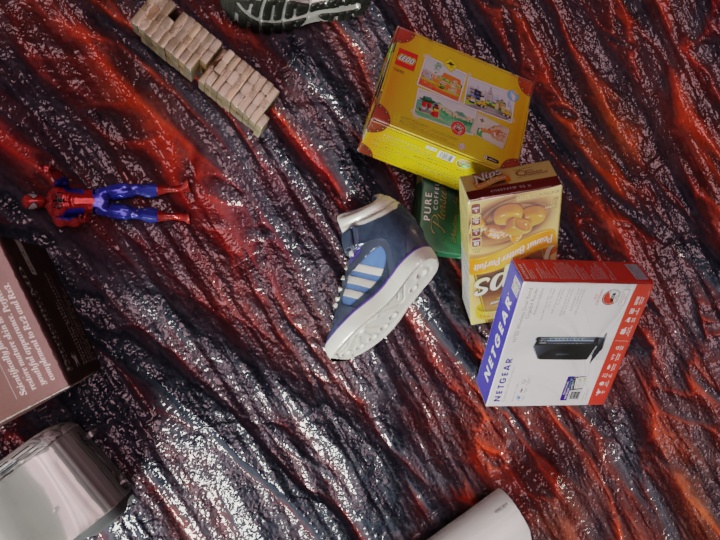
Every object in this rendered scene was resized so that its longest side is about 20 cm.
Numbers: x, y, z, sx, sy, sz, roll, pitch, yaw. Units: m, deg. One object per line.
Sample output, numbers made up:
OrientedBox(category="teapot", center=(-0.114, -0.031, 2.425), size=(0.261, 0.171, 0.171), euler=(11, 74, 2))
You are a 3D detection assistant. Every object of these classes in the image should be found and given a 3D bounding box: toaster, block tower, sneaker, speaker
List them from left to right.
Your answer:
OrientedBox(category="toaster", center=(-0.365, 0.267, 0.807), size=(0.198, 0.114, 0.131), euler=(-36, 91, -9))
OrientedBox(category="block tower", center=(-0.188, -0.256, 0.894), size=(0.199, 0.054, 0.058), euler=(40, 81, -8))
OrientedBox(category="sneaker", center=(-0.087, -0.366, 0.917), size=(0.194, 0.078, 0.093), euler=(-12, 82, -18))
OrientedBox(category="sneaker", center=(0.000, 0.000, 0.924), size=(0.201, 0.080, 0.148), euler=(-48, 58, 20))
OrientedBox(category="speaker", center=(0.123, 0.371, 0.921), size=(0.197, 0.081, 0.083), euler=(-32, 94, -11))

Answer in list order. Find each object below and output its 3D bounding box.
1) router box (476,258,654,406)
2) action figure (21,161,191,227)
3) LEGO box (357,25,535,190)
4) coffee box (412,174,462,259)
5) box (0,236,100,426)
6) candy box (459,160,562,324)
OrientedBox(category="router box", center=(0.257, 0.085, 0.924), size=(0.174, 0.049, 0.205), euler=(1, 124, -12))
OrientedBox(category="action figure", center=(-0.302, -0.086, 0.844), size=(0.193, 0.099, 0.068), euler=(-2, 87, -10))
OrientedBox(category="LEGO box", center=(0.111, -0.197, 0.916), size=(0.195, 0.077, 0.153), euler=(20, 65, -6))
OrientedBox(category="coffee box", center=(0.166, -0.075, 0.967), size=(0.194, 0.044, 0.127), euler=(5, 86, -12))
OrientedBox(category="box", center=(-0.398, 0.078, 0.762), size=(0.161, 0.200, 0.170), euler=(-26, 93, -12))
OrientedBox(category="candy box", center=(0.185, -0.030, 0.896), size=(0.112, 0.056, 0.204), euler=(-9, 130, 0))
